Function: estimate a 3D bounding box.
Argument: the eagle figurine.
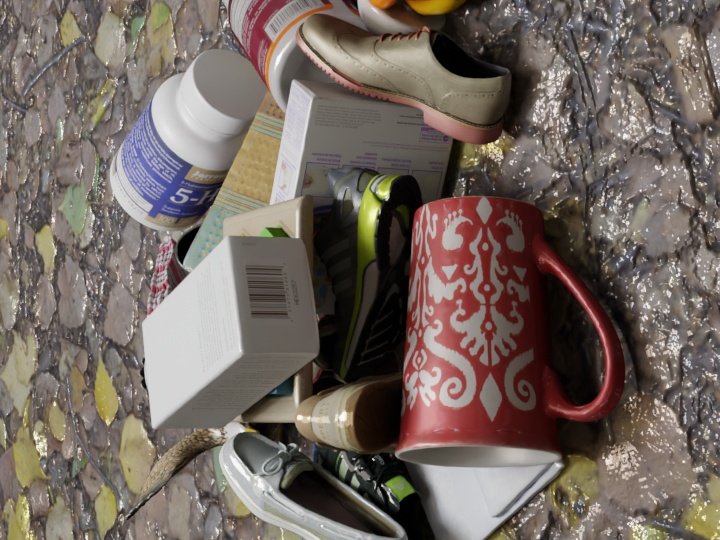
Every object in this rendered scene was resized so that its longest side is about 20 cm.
[{"bbox_3d":[-0.160,0.160,1.568,0.151,0.199,0.153,-48,54,46],"label":"eagle figurine"}]

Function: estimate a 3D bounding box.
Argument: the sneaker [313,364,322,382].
[{"bbox_3d":[-0.094,0.041,1.576,0.081,0.074,0.201,-45,57,47],"label":"sneaker"}]

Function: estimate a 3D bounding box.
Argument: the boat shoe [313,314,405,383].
[{"bbox_3d":[-0.015,0.061,1.449,0.200,0.071,0.073,-126,44,-53],"label":"boat shoe"}]

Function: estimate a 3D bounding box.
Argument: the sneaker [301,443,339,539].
[{"bbox_3d":[-0.026,0.239,1.486,0.089,0.078,0.202,-5,88,53],"label":"sneaker"}]

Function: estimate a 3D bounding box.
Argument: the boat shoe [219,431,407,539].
[{"bbox_3d":[-0.042,0.203,1.384,0.202,0.074,0.065,38,129,24],"label":"boat shoe"}]

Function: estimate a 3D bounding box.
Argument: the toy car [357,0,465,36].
[{"bbox_3d":[0.013,-0.302,1.335,0.201,0.149,0.176,59,136,35],"label":"toy car"}]

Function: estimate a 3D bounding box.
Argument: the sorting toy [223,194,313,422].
[{"bbox_3d":[-0.088,0.037,1.329,0.200,0.036,0.187,168,103,-65],"label":"sorting toy"}]

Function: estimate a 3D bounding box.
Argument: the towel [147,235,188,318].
[{"bbox_3d":[-0.150,0.049,1.552,0.030,0.146,0.200,-39,20,13],"label":"towel"}]

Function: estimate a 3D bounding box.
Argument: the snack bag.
[{"bbox_3d":[0.087,0.141,1.364,0.200,0.021,0.190,-53,51,43],"label":"snack bag"}]

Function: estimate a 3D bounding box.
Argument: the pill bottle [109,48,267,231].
[{"bbox_3d":[-0.180,-0.141,1.651,0.200,0.119,0.120,-47,55,47],"label":"pill bottle"}]

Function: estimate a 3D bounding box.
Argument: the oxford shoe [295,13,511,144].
[{"bbox_3d":[0.040,-0.183,1.310,0.199,0.071,0.075,25,129,9],"label":"oxford shoe"}]

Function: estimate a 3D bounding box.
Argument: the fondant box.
[{"bbox_3d":[-0.005,-0.061,1.372,0.058,0.143,0.202,-137,53,-58],"label":"fondant box"}]

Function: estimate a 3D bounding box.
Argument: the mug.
[{"bbox_3d":[0.116,0.051,1.244,0.134,0.176,0.202,93,177,-75],"label":"mug"}]

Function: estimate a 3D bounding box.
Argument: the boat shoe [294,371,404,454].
[{"bbox_3d":[0.014,0.117,1.283,0.064,0.200,0.072,-2,83,26],"label":"boat shoe"}]

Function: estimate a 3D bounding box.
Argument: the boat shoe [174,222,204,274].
[{"bbox_3d":[-0.086,-0.021,1.505,0.200,0.063,0.074,-7,71,23],"label":"boat shoe"}]

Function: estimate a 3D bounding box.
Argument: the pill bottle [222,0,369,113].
[{"bbox_3d":[-0.062,-0.235,1.470,0.200,0.113,0.115,59,137,48],"label":"pill bottle"}]

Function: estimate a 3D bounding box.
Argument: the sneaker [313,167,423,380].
[{"bbox_3d":[0.000,0.000,1.323,0.081,0.074,0.201,28,120,36],"label":"sneaker"}]

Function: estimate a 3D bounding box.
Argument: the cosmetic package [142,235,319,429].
[{"bbox_3d":[-0.111,0.055,1.268,0.200,0.074,0.102,-39,54,56],"label":"cosmetic package"}]

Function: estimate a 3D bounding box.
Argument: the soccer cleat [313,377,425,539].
[{"bbox_3d":[0.014,0.187,1.415,0.081,0.067,0.201,-26,88,57],"label":"soccer cleat"}]

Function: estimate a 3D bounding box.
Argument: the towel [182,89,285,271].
[{"bbox_3d":[-0.067,-0.066,1.465,0.146,0.022,0.201,23,85,23],"label":"towel"}]
